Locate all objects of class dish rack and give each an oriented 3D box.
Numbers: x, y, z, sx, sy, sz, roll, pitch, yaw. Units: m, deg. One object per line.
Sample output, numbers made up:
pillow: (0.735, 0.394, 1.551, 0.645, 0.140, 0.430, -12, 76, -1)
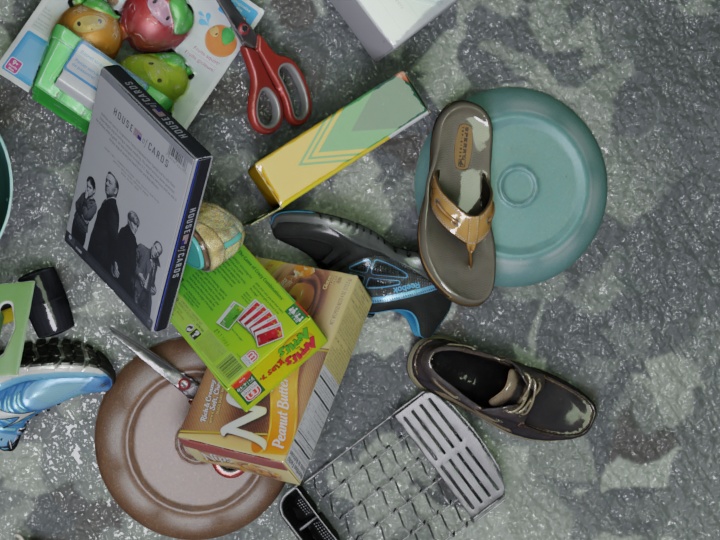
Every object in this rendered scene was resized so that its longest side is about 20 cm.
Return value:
dish rack: (0.037, 0.223, 1.777, 0.200, 0.055, 0.154, -37, 96, 4)

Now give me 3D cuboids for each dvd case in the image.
dvd case: (-0.206, -0.065, 1.658, 0.025, 0.201, 0.150, -17, 49, -40)

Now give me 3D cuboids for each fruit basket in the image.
fruit basket: (-0.218, -0.221, 1.728, 0.185, 0.094, 0.200, 35, 83, -7)

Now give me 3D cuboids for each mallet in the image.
mallet: (-0.378, 0.046, 1.741, 0.199, 0.041, 0.066, -11, 92, -3)

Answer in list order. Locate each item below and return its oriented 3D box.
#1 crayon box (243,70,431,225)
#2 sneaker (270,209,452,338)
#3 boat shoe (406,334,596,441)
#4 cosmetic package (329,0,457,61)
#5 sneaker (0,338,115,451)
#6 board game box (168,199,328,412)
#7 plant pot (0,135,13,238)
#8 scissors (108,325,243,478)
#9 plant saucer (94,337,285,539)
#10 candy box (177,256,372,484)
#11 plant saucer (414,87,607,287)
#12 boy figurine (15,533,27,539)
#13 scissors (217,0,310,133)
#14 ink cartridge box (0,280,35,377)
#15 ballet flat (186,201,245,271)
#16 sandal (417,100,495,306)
crayon box: (-0.037, -0.114, 1.735, 0.199, 0.127, 0.051, -33, 94, -6)
sneaker: (0.000, 0.000, 1.768, 0.199, 0.073, 0.082, 22, 88, -7)
boat shoe: (0.141, 0.123, 1.788, 0.199, 0.073, 0.075, 18, 89, -7)
cosmetic package: (0.041, -0.345, 1.744, 0.200, 0.123, 0.200, -39, 96, -6)
sneaker: (-0.331, 0.124, 1.738, 0.199, 0.078, 0.090, -12, 107, -1)
board game box: (-0.129, 0.030, 1.704, 0.101, 0.048, 0.200, -40, 53, -5)
plant pot: (-0.417, -0.075, 1.668, 0.199, 0.161, 0.202, 0, 91, -8)
scissors: (-0.156, 0.113, 1.746, 0.073, 0.014, 0.200, -38, 94, -5)
plant saucer: (-0.160, 0.166, 1.770, 0.199, 0.037, 0.202, 0, 91, -8)
candy box: (-0.079, 0.092, 1.708, 0.115, 0.055, 0.201, 10, 65, 26)
plant saucer: (0.154, -0.084, 1.806, 0.199, 0.036, 0.201, 0, 90, -8)
boy figurine: (-0.320, 0.315, 1.737, 0.199, 0.064, 0.125, 6, 90, -8)
scissors: (-0.104, -0.225, 1.739, 0.073, 0.014, 0.201, -32, 112, -29)
ink cartridge box: (-0.390, 0.073, 1.672, 0.199, 0.059, 0.104, -4, 55, 13)
ballet flat: (-0.181, -0.053, 1.711, 0.070, 0.200, 0.071, -19, 121, -37)
sandal: (0.103, -0.067, 1.746, 0.081, 0.055, 0.201, 8, 84, -17)
